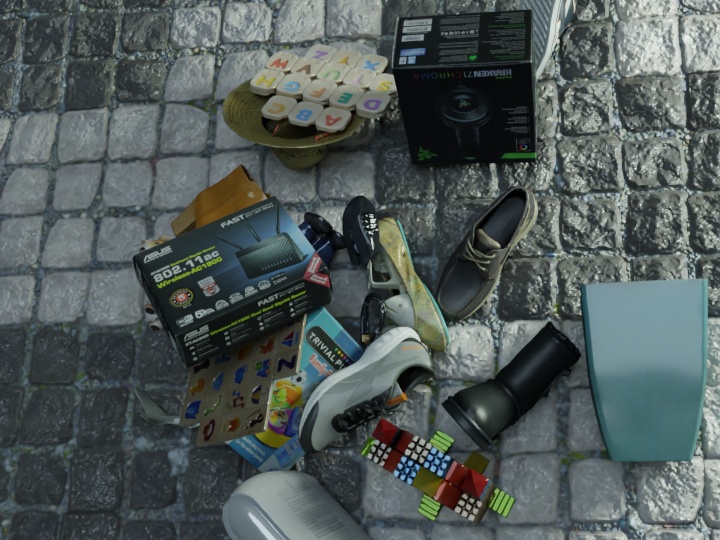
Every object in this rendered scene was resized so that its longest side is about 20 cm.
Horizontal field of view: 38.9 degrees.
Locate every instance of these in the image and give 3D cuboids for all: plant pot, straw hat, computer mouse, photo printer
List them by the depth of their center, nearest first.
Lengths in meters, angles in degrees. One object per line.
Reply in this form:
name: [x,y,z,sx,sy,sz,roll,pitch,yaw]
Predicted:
plant pot: [0.335,0.122,1.196,0.140,0.141,0.203,-3,80,12]
photo printer: [-0.064,0.321,1.208,0.200,0.166,0.070,43,106,19]
computer mouse: [0.000,0.000,1.302,0.058,0.034,0.202,-22,67,43]
straw hat: [-0.088,-0.188,1.399,0.198,0.086,0.202,-1,42,1]

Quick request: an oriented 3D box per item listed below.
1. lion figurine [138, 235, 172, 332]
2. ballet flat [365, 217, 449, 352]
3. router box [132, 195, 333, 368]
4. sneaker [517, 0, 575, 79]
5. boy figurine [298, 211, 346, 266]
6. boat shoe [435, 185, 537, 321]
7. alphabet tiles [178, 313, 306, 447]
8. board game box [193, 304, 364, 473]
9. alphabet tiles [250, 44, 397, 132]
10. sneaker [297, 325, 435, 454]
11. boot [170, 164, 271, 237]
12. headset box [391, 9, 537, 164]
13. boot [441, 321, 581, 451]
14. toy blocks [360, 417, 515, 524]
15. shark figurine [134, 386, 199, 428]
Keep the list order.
lion figurine: [-0.204,0.018,1.300,0.198,0.073,0.123,9,51,17]
ballet flat: [0.049,0.023,1.318,0.070,0.071,0.202,-24,66,4]
router box: [-0.152,0.009,1.211,0.198,0.063,0.150,-24,48,-17]
sneaker: [0.242,-0.328,1.386,0.078,0.079,0.202,27,106,25]
boy figurine: [-0.107,0.015,1.341,0.124,0.064,0.200,45,76,-21]
boat shoe: [0.156,-0.029,1.310,0.074,0.073,0.201,29,82,19]
alphabet tiles: [-0.140,0.113,1.220,0.166,0.008,0.202,-17,47,26]
board game box: [-0.085,0.149,1.268,0.200,0.151,0.047,-45,41,-3]
alphabet tiles: [-0.047,-0.257,1.400,0.198,0.015,0.196,15,45,16]
sneaker: [0.006,0.154,1.245,0.200,0.074,0.079,-41,50,-4]
boot: [-0.170,-0.040,1.381,0.143,0.071,0.202,-36,61,11]
headset box: [0.140,-0.226,1.312,0.172,0.201,0.094,0,57,11]
boot: [0.183,0.132,1.196,0.162,0.198,0.073,-44,72,4]
toy blocks: [0.082,0.238,1.213,0.199,0.137,0.101,28,81,19]
shark figurine: [-0.186,0.158,1.343,0.213,0.128,0.090,-26,43,22]
